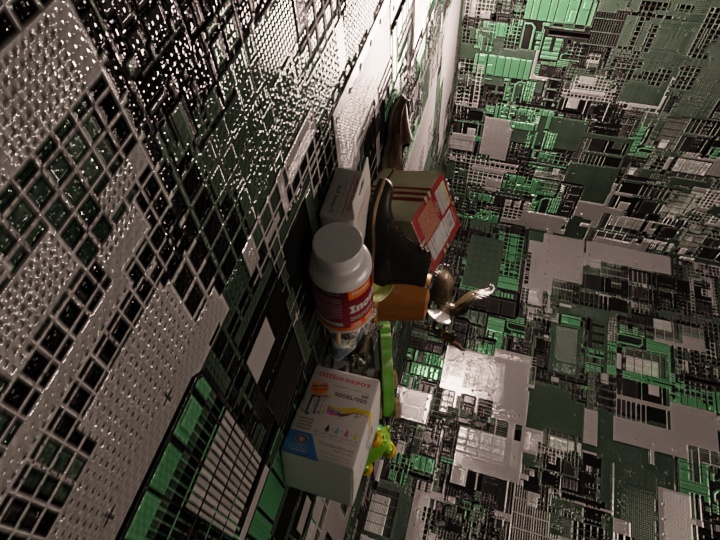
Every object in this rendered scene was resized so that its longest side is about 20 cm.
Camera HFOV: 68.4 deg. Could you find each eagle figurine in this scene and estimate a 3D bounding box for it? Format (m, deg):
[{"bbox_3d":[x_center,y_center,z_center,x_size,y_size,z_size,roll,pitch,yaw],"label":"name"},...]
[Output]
[{"bbox_3d":[0.245,0.085,1.408,0.203,0.150,0.150,-61,-157,-7],"label":"eagle figurine"}]

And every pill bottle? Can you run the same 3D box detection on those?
[{"bbox_3d":[-0.033,0.014,0.935,0.202,0.111,0.114,86,20,-54],"label":"pill bottle"}]

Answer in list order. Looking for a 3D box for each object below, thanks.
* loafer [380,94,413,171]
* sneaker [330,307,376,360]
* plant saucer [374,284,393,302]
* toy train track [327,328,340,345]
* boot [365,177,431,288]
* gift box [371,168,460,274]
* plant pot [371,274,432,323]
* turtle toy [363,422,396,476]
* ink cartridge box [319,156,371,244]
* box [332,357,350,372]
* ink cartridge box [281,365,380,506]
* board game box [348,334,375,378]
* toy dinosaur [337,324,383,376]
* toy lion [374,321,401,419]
[{"bbox_3d":[0.104,-0.345,1.363,0.073,0.070,0.204,-24,124,-76],"label":"loafer"},{"bbox_3d":[-0.026,0.136,1.241,0.200,0.077,0.088,-44,157,-59],"label":"sneaker"},{"bbox_3d":[0.034,-0.026,1.296,0.199,0.031,0.205,-10,102,-56],"label":"plant saucer"},{"bbox_3d":[-0.051,0.084,1.135,0.200,0.032,0.117,-62,154,-72],"label":"toy train track"},{"bbox_3d":[0.081,-0.069,1.021,0.077,0.135,0.205,-39,136,-76],"label":"boot"},{"bbox_3d":[0.104,-0.117,1.197,0.201,0.184,0.186,-53,135,-33],"label":"gift box"},{"bbox_3d":[0.097,0.056,1.447,0.200,0.179,0.205,12,90,-79],"label":"plant pot"},{"bbox_3d":[-0.010,0.442,1.322,0.198,0.102,0.146,-36,141,0],"label":"turtle toy"},{"bbox_3d":[-0.024,-0.103,0.974,0.202,0.066,0.119,86,17,-56],"label":"ink cartridge box"},{"bbox_3d":[-0.054,0.309,1.315,0.039,0.041,0.204,-55,155,-63],"label":"box"},{"bbox_3d":[-0.053,0.324,1.061,0.202,0.144,0.147,-67,164,-46],"label":"ink cartridge box"},{"bbox_3d":[-0.005,0.294,1.397,0.148,0.063,0.204,-93,-172,-61],"label":"board game box"},{"bbox_3d":[-0.004,0.209,1.223,0.087,0.047,0.203,-20,137,-36],"label":"toy dinosaur"},{"bbox_3d":[0.062,0.232,1.306,0.201,0.067,0.196,-94,-177,-69],"label":"toy lion"}]
